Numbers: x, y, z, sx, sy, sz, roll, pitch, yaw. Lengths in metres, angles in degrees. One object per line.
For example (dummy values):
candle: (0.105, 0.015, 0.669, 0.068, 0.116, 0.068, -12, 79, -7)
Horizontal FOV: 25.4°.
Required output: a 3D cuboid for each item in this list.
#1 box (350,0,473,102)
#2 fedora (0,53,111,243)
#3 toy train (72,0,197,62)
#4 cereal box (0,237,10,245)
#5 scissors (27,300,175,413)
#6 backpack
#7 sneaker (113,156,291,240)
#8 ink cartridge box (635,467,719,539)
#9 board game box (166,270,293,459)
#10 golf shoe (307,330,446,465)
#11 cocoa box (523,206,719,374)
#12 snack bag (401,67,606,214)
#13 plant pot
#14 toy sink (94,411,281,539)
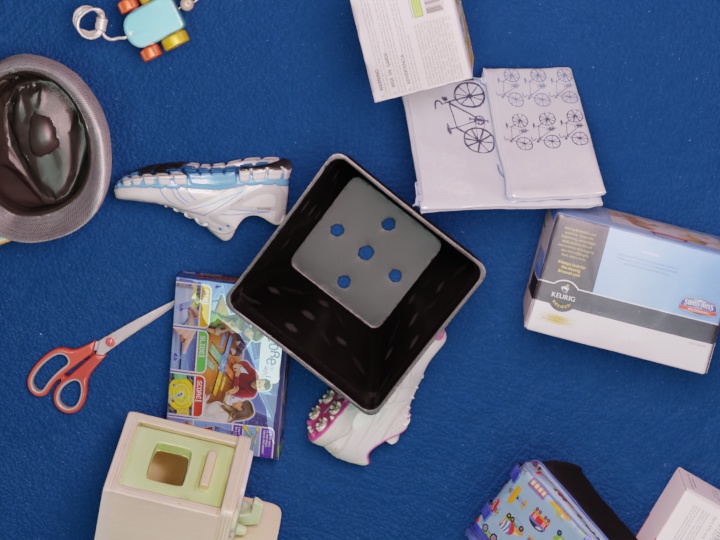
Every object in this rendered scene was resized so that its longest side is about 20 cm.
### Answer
box: (0.056, -0.248, 1.641, 0.100, 0.200, 0.114, -13, 102, 7)
fedora: (-0.352, -0.134, 1.751, 0.175, 0.090, 0.202, -18, 94, 6)
toy train: (-0.223, -0.329, 1.722, 0.149, 0.056, 0.201, 24, 99, 0)
cereal box: (-0.483, -0.105, 1.774, 0.143, 0.040, 0.202, -22, 100, -10)
scissors: (-0.300, 0.083, 1.830, 0.073, 0.014, 0.200, 43, 103, -3)
backpack: (0.195, 0.330, 1.764, 0.200, 0.134, 0.183, -51, 55, 18)
sneaker: (-0.173, -0.074, 1.762, 0.198, 0.075, 0.088, -1, 107, 5)
ink cartridge box: (0.411, 0.340, 1.795, 0.199, 0.084, 0.146, 29, 102, -1)
board game box: (-0.148, 0.108, 1.813, 0.134, 0.034, 0.202, 7, 103, 3)
golf shoe: (0.032, 0.137, 1.797, 0.200, 0.075, 0.091, -43, 111, 13)
cocoa box: (0.285, 0.011, 1.711, 0.198, 0.133, 0.132, 14, 102, 1)
snack bag: (0.143, -0.140, 1.668, 0.198, 0.190, 0.021, -2, 143, -7)
plant pot: (0.000, 0.000, 1.709, 0.199, 0.177, 0.201, 37, 101, -3)
toy sink: (-0.182, 0.254, 1.776, 0.198, 0.131, 0.113, 15, 127, -2)
